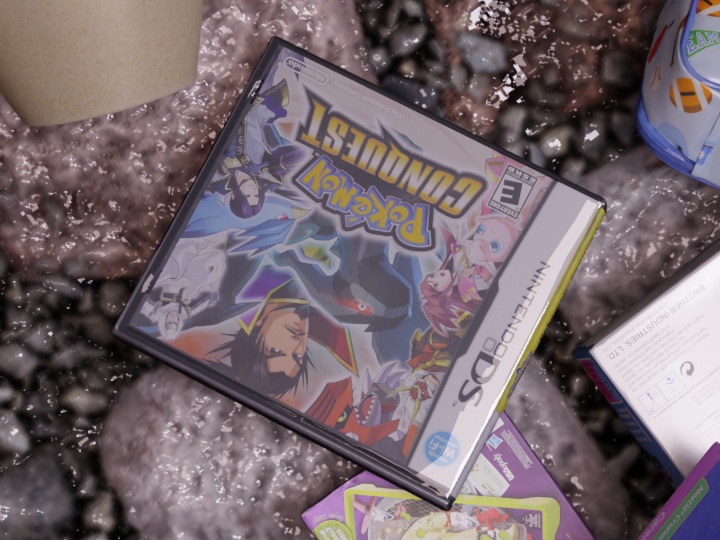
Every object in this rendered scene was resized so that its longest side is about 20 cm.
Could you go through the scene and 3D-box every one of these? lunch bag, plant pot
[{"bbox_3d":[0.247,-0.092,1.416,0.200,0.160,0.076,22,131,-3],"label":"lunch bag"},{"bbox_3d":[-0.154,-0.181,1.396,0.187,0.187,0.200,-14,103,-2],"label":"plant pot"}]

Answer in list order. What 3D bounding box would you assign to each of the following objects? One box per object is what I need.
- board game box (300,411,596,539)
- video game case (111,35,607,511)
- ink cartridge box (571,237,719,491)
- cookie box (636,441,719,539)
[{"bbox_3d":[0.074,0.175,1.444,0.120,0.032,0.200,-35,88,-7],"label":"board game box"},{"bbox_3d":[0.000,0.000,1.434,0.200,0.026,0.181,27,83,9],"label":"video game case"},{"bbox_3d":[0.225,0.081,1.436,0.136,0.076,0.200,-37,88,-2],"label":"ink cartridge box"},{"bbox_3d":[0.211,0.204,1.373,0.200,0.075,0.171,28,111,-23],"label":"cookie box"}]
